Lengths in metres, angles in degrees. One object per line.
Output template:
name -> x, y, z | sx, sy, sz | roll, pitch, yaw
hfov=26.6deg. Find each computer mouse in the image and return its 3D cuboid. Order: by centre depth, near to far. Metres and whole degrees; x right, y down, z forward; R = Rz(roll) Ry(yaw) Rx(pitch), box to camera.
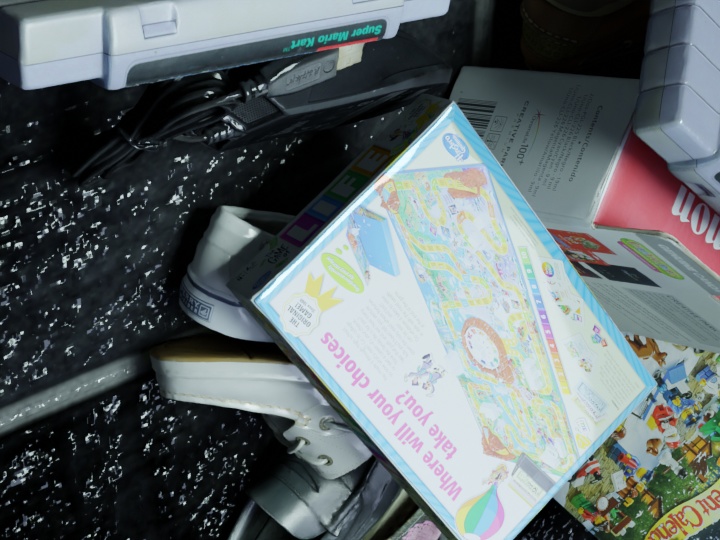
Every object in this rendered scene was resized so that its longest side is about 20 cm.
computer mouse -> -0.028, -0.092, 0.681 | 0.199, 0.140, 0.046 | -17, 88, -33

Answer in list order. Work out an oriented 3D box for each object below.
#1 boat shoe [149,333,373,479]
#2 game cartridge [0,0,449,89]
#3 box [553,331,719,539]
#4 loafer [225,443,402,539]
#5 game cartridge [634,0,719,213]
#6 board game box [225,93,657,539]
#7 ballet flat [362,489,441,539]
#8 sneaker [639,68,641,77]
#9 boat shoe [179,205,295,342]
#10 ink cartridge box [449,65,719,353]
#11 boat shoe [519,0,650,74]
boat shoe -> -0.013, 0.075, 0.785 | 0.199, 0.071, 0.070 | 8, 98, -19
game cartridge -> -0.075, -0.113, 0.603 | 0.199, 0.129, 0.039 | -17, 126, -37
box -> 0.212, 0.091, 0.983 | 0.200, 0.137, 0.038 | -51, 169, 15
loafer -> -0.028, 0.130, 0.853 | 0.070, 0.068, 0.201 | 14, 107, -56
game cartridge -> 0.207, -0.078, 0.757 | 0.200, 0.038, 0.130 | 31, 57, -41
board game box -> 0.046, 0.033, 0.748 | 0.134, 0.034, 0.200 | -44, 117, -11
ballet flat -> 0.034, 0.117, 0.901 | 0.071, 0.069, 0.200 | 23, 109, -29
sneaker -> 0.208, -0.081, 0.908 | 0.077, 0.089, 0.200 | -39, 164, -8
boat shoe -> 0.000, 0.000, 0.794 | 0.199, 0.074, 0.066 | 0, 117, -45
ink cartridge box -> 0.161, -0.025, 0.831 | 0.200, 0.175, 0.084 | 31, 78, -42
boat shoe -> 0.160, -0.166, 0.861 | 0.199, 0.072, 0.068 | -23, 144, -34
